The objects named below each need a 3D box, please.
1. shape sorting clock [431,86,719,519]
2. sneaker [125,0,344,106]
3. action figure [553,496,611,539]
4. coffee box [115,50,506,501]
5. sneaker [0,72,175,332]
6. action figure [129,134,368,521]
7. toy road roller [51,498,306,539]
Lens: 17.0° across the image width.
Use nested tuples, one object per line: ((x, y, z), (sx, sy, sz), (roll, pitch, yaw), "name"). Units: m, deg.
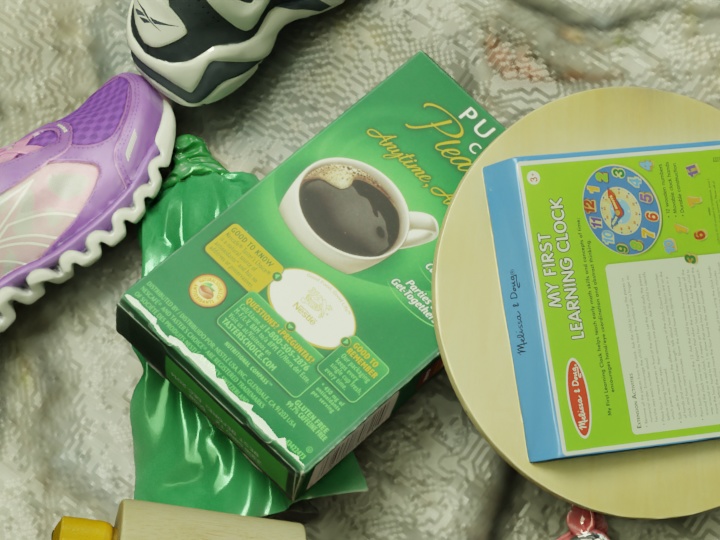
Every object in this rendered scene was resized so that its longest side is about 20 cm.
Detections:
((0.128, 0.014, 1.104), (0.200, 0.039, 0.200), (4, 79, -18), "shape sorting clock")
((-0.037, -0.182, 1.147), (0.199, 0.130, 0.079), (-40, 70, -18), "sneaker")
((0.067, 0.195, 1.086), (0.149, 0.134, 0.200), (-5, 54, 52), "action figure")
((0.000, 0.000, 1.120), (0.123, 0.044, 0.200), (42, 66, 14), "coffee box")
((-0.179, -0.029, 1.161), (0.200, 0.088, 0.080), (-43, 31, -3), "sneaker")
((-0.066, 0.026, 1.156), (0.118, 0.055, 0.200), (-13, 72, 8), "action figure")
((-0.081, 0.185, 1.045), (0.123, 0.200, 0.146), (9, 75, -8), "toy road roller")
